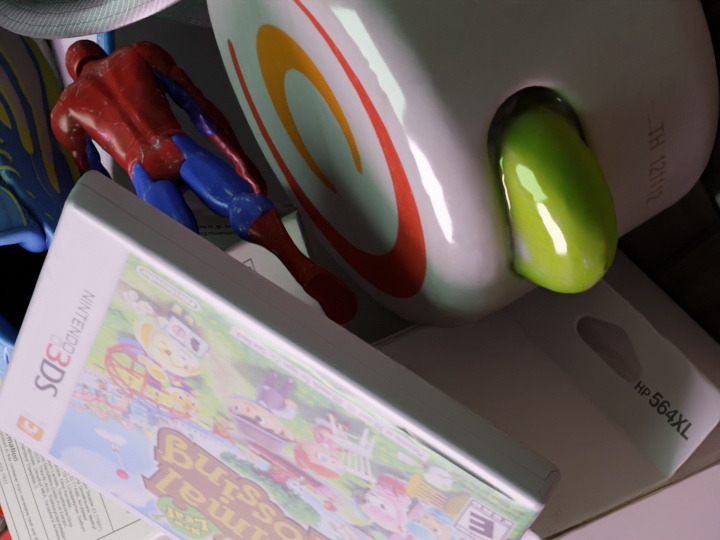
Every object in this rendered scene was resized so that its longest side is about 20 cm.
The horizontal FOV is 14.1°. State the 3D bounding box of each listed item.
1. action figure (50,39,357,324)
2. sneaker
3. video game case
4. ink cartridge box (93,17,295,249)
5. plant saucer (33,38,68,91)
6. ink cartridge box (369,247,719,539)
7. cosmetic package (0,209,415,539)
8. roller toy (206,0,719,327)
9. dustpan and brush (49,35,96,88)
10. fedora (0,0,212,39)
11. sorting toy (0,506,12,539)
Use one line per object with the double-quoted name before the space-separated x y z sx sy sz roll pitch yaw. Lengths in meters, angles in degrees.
"action figure" -0.064 -0.020 1.168 0.200 0.065 0.099 52 176 39
"sneaker" -0.146 -0.036 1.201 0.105 0.075 0.201 101 148 -76
"video game case" -0.039 0.065 1.085 0.200 0.022 0.182 32 148 2
"ink cartridge box" -0.085 -0.026 1.366 0.200 0.085 0.147 99 167 -54
"plant saucer" -0.192 -0.104 1.585 0.201 0.050 0.200 57 172 13
"ink cartridge box" 0.081 0.098 1.157 0.129 0.125 0.201 45 147 39
"cosmetic package" -0.066 0.058 1.251 0.199 0.071 0.106 -25 77 31
"roller toy" 0.039 -0.087 1.073 0.201 0.139 0.182 60 163 -1
"dustpan and brush" -0.100 -0.110 1.446 0.200 0.057 0.140 156 96 -71
"fedora" -0.065 -0.161 1.223 0.199 0.090 0.178 -22 50 37
"sorting toy" -0.110 0.134 1.468 0.200 0.070 0.199 31 -164 -46
